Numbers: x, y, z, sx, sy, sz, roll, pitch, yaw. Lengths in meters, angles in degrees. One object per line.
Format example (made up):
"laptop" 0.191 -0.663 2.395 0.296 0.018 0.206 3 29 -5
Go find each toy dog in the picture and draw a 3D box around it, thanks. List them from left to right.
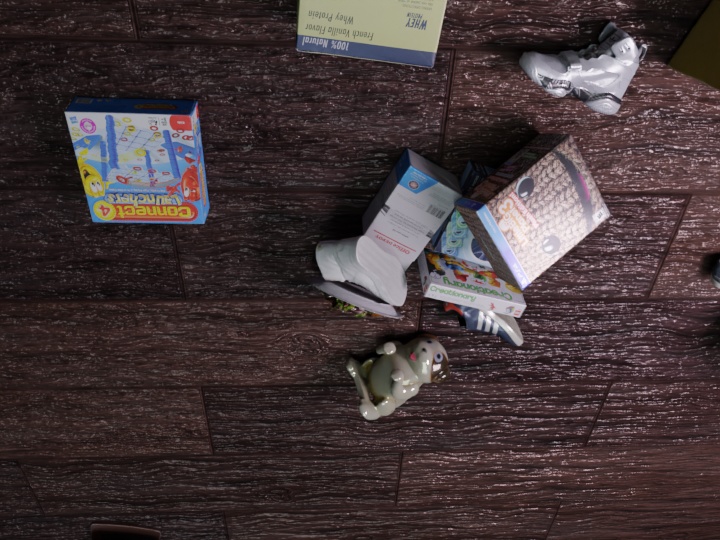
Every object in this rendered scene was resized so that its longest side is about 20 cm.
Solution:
"toy dog" 0.098 0.222 1.291 0.198 0.142 0.193 -35 135 22

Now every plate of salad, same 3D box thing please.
"plate of salad" -0.016 0.058 1.124 0.195 0.200 0.049 21 95 -19

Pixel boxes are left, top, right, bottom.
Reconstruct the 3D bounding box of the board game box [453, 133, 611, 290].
"board game box" 0.286 -0.101 1.012 0.198 0.097 0.161 -38 108 -3

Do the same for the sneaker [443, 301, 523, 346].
"sneaker" 0.250 0.101 1.249 0.199 0.076 0.084 40 116 -17

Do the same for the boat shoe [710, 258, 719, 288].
"boat shoe" 0.799 -0.015 1.197 0.193 0.077 0.063 -7 141 13

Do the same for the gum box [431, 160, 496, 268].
"gum box" 0.252 -0.090 1.117 0.194 0.045 0.173 14 124 -15

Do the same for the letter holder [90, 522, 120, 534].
"letter holder" -0.671 0.796 1.702 0.194 0.102 0.145 11 125 -12

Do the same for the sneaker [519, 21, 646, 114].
"sneaker" 0.343 -0.324 0.928 0.194 0.076 0.117 14 125 -20

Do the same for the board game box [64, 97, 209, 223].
"board game box" -0.360 -0.177 1.002 0.193 0.057 0.200 0 127 -4

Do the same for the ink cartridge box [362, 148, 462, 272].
"ink cartridge box" 0.078 -0.099 1.084 0.114 0.069 0.202 24 123 -19

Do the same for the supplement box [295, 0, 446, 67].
"supplement box" 0.017 -0.404 0.803 0.193 0.136 0.204 4 127 -7

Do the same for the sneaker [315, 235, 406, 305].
"sneaker" 0.000 0.000 1.082 0.113 0.076 0.200 0 151 34

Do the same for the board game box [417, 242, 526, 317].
"board game box" 0.206 0.016 1.143 0.194 0.128 0.035 12 128 -14

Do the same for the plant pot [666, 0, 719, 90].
"plant pot" 0.614 -0.338 0.868 0.188 0.197 0.205 14 117 -14
